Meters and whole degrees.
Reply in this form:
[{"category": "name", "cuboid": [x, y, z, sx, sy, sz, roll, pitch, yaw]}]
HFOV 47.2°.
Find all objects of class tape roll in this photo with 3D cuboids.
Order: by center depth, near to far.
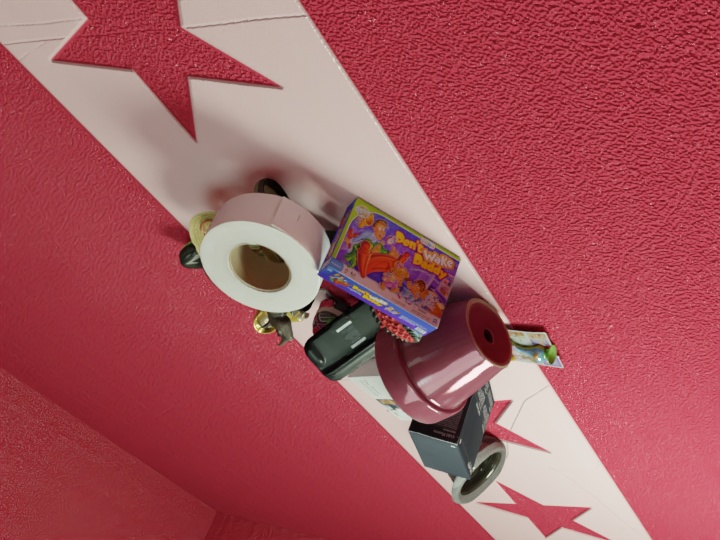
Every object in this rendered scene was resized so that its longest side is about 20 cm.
[{"category": "tape roll", "cuboid": [-0.150, -0.026, 1.315, 0.202, 0.071, 0.203, 10, 136, 10]}]

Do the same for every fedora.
[{"category": "fedora", "cuboid": [0.257, 0.456, 1.949, 0.090, 0.177, 0.200, 42, 172, 31]}]

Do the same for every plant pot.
[{"category": "plant pot", "cuboid": [0.154, 0.141, 1.426, 0.200, 0.200, 0.179, 38, 128, -27]}]

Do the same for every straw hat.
[{"category": "straw hat", "cuboid": [-0.196, -0.051, 1.449, 0.201, 0.085, 0.201, 20, 141, 17]}]

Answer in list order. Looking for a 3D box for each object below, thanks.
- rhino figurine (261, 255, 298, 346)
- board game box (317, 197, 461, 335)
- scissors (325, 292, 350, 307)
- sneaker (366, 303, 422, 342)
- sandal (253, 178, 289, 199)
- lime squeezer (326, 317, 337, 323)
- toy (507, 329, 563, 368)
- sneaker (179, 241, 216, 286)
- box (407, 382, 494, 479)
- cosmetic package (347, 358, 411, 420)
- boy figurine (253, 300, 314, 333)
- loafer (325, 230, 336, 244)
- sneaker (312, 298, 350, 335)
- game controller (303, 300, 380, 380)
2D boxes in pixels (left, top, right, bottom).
[{"category": "rhino figurine", "cuboid": [-0.144, 0.051, 1.527, 0.087, 0.060, 0.201, 20, 117, 29]}, {"category": "board game box", "cuboid": [0.048, -0.006, 1.296, 0.200, 0.135, 0.045, 29, 151, -13]}, {"category": "scissors", "cuboid": [0.014, 0.097, 1.630, 0.073, 0.014, 0.200, -3, 142, 43]}, {"category": "sneaker", "cuboid": [0.053, 0.024, 1.350, 0.200, 0.095, 0.079, 55, 153, -7]}, {"category": "sandal", "cuboid": [-0.127, -0.069, 1.369, 0.057, 0.080, 0.201, -18, 126, 21]}, {"category": "lime squeezer", "cuboid": [0.038, 0.115, 1.578, 0.200, 0.071, 0.038, 29, 169, -18]}, {"category": "toy", "cuboid": [0.257, 0.150, 1.503, 0.199, 0.047, 0.115, 1, 143, 35]}, {"category": "sneaker", "cuboid": [-0.268, -0.008, 1.575, 0.199, 0.084, 0.077, 9, 148, 24]}, {"category": "box", "cuboid": [0.186, 0.290, 1.651, 0.104, 0.182, 0.200, 11, 150, 22]}, {"category": "cosmetic package", "cuboid": [0.091, 0.264, 1.820, 0.151, 0.052, 0.200, -12, 136, 43]}, {"category": "boy figurine", "cuboid": [-0.168, 0.072, 1.665, 0.124, 0.065, 0.200, 30, 148, -18]}, {"category": "loafer", "cuboid": [0.000, 0.000, 1.414, 0.200, 0.072, 0.063, 29, 157, -15]}, {"category": "sneaker", "cuboid": [-0.008, 0.137, 1.621, 0.200, 0.075, 0.081, 31, 152, -13]}, {"category": "game controller", "cuboid": [-0.009, 0.125, 1.552, 0.200, 0.042, 0.104, -37, 99, 14]}]
